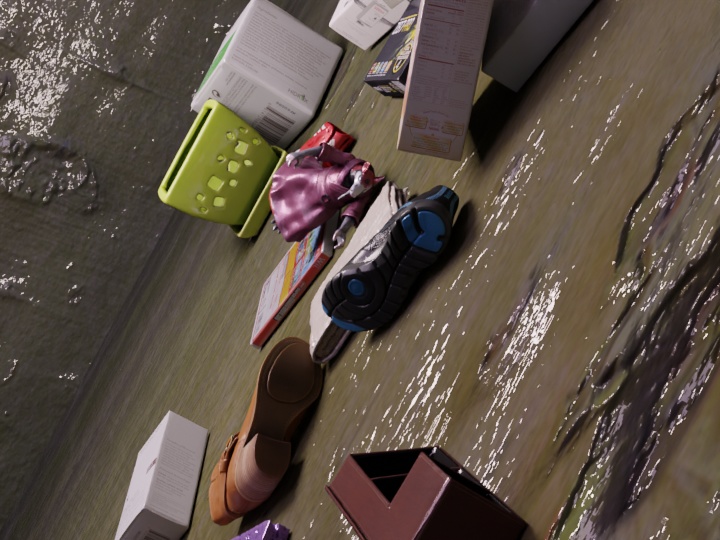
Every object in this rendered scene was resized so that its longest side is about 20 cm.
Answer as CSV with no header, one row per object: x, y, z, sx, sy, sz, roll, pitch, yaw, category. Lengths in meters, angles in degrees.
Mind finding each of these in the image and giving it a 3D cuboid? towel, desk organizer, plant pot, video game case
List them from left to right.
-0.237,-0.173,2.158,0.201,0.180,0.199,-60,16,1,plant pot
-0.091,0.001,1.699,0.200,0.017,0.144,-51,18,32,video game case
0.000,0.000,1.384,0.201,0.034,0.133,-56,15,21,towel
0.042,0.172,0.883,0.078,0.071,0.200,-59,16,-1,desk organizer

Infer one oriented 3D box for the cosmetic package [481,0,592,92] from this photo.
0.191,-0.303,1.265,0.151,0.051,0.201,-52,18,38,cosmetic package

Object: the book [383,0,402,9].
0.117,-0.473,1.725,0.201,0.048,0.133,-53,17,-20,book

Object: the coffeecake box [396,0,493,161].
0.092,-0.239,1.266,0.154,0.072,0.202,-78,-2,-65,coffeecake box

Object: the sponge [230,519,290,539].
-0.142,0.337,1.256,0.200,0.030,0.112,-40,27,52,sponge

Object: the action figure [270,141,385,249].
-0.031,-0.102,1.586,0.199,0.135,0.148,-14,7,45,action figure

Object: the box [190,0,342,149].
-0.176,-0.359,2.251,0.199,0.199,0.173,-37,26,58,box

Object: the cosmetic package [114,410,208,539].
-0.273,0.300,1.658,0.102,0.074,0.201,-52,19,26,cosmetic package

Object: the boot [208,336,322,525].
-0.117,0.183,1.371,0.155,0.073,0.201,-50,16,48,boot

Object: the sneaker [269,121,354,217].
-0.071,-0.154,1.795,0.116,0.078,0.201,-50,20,37,sneaker

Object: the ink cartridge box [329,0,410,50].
0.043,-0.470,1.962,0.200,0.082,0.148,-26,38,63,ink cartridge box

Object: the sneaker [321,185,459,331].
0.036,-0.009,1.249,0.200,0.073,0.082,-42,7,36,sneaker

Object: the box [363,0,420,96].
0.083,-0.315,1.636,0.162,0.049,0.200,-58,15,1,box
